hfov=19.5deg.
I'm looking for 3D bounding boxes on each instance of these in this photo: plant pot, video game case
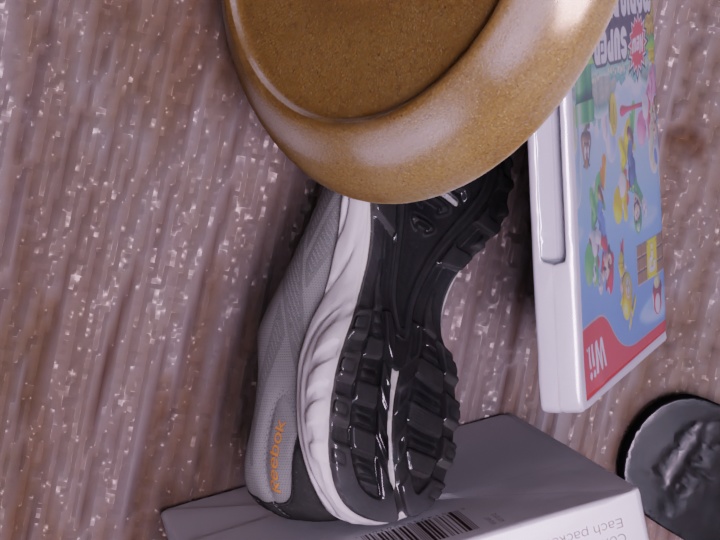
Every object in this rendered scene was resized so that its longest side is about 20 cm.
[{"bbox_3d":[0.013,-0.124,0.718,0.027,0.200,0.201,11,95,-43],"label":"plant pot"},{"bbox_3d":[0.088,-0.060,0.776,0.017,0.143,0.201,0,99,20],"label":"video game case"}]

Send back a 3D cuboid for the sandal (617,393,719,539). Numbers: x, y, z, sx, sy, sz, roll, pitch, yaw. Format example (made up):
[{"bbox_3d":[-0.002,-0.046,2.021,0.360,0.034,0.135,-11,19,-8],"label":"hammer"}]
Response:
[{"bbox_3d":[0.197,0.117,0.866,0.200,0.045,0.075,27,90,-15],"label":"sandal"}]

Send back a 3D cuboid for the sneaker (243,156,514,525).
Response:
[{"bbox_3d":[0.000,0.000,0.773,0.074,0.079,0.201,34,58,-32],"label":"sneaker"}]

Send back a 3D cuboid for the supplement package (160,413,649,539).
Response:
[{"bbox_3d":[0.030,0.179,0.779,0.151,0.151,0.200,-15,100,-12],"label":"supplement package"}]
